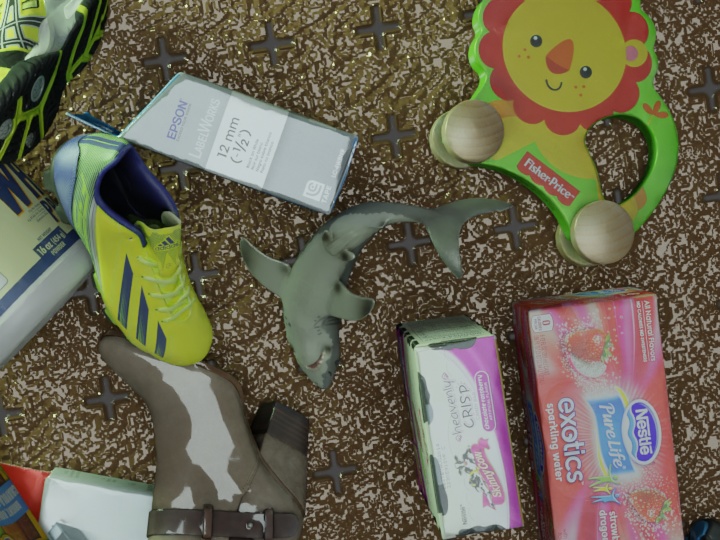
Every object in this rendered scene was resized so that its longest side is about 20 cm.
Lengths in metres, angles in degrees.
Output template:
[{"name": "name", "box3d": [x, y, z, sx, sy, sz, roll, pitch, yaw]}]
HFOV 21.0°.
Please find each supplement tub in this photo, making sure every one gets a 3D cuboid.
[{"name": "supplement tub", "box3d": [-0.305, -0.029, 1.418, 0.200, 0.145, 0.145, 44, 90, -4]}]

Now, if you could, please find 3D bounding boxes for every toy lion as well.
[{"name": "toy lion", "box3d": [0.161, -0.130, 1.481, 0.200, 0.069, 0.192, 38, 83, -4]}]

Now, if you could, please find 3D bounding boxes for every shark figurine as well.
[{"name": "shark figurine", "box3d": [0.002, -0.020, 1.454, 0.128, 0.089, 0.214, 49, 127, 0]}]

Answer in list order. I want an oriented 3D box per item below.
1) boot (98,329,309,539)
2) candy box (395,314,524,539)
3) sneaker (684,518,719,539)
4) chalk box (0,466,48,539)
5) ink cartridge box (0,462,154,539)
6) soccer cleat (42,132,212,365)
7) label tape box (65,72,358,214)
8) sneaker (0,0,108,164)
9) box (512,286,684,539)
[{"name": "boot", "box3d": [-0.128, 0.149, 1.455, 0.199, 0.070, 0.147, 25, 71, -13]}, {"name": "candy box", "box3d": [0.069, 0.108, 1.415, 0.061, 0.200, 0.137, -9, 94, -2]}, {"name": "sneaker", "box3d": [0.272, 0.297, 1.498, 0.082, 0.073, 0.201, 16, 93, -4]}, {"name": "chalk box", "box3d": [-0.302, 0.222, 1.409, 0.124, 0.125, 0.200, -37, 83, 11]}, {"name": "ink cartridge box", "box3d": [-0.250, 0.251, 1.487, 0.173, 0.044, 0.201, 10, 93, -4]}, {"name": "soccer cleat", "box3d": [-0.150, -0.009, 1.374, 0.065, 0.083, 0.201, -53, 128, -38]}, {"name": "label tape box", "box3d": [-0.106, -0.104, 1.423, 0.199, 0.143, 0.066, 22, 92, -4]}, {"name": "sneaker", "box3d": [-0.253, -0.149, 1.415, 0.076, 0.200, 0.076, 18, 133, 8]}, {"name": "box", "box3d": [0.180, 0.118, 1.473, 0.102, 0.095, 0.201, -7, 93, -3]}]
